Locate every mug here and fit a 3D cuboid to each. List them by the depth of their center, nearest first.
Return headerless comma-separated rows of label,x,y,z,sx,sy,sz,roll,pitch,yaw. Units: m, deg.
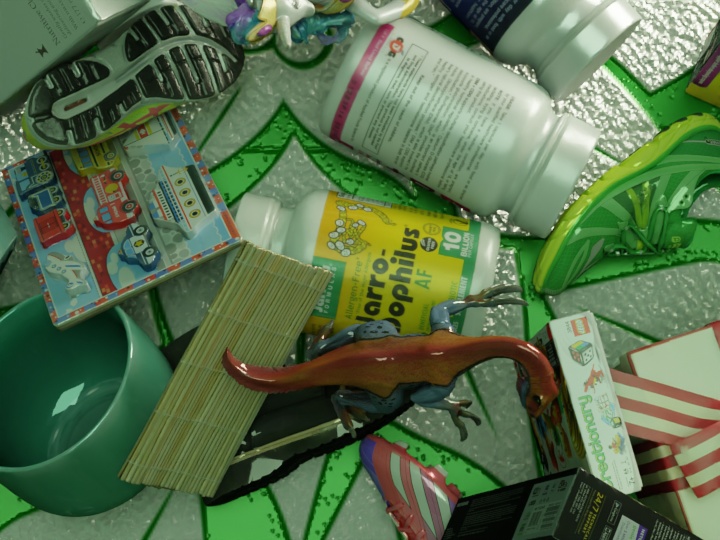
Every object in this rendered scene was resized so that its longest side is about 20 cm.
mug,-0.203,0.093,1.218,0.152,0.115,0.185,17,66,34

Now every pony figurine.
pony figurine,-0.048,-0.243,1.199,0.200,0.167,0.193,-24,59,-34

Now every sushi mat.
sushi mat,-0.096,0.076,1.171,0.012,0.096,0.201,37,103,39

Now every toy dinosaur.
toy dinosaur,0.040,0.077,1.125,0.199,0.181,0.106,-13,91,-37

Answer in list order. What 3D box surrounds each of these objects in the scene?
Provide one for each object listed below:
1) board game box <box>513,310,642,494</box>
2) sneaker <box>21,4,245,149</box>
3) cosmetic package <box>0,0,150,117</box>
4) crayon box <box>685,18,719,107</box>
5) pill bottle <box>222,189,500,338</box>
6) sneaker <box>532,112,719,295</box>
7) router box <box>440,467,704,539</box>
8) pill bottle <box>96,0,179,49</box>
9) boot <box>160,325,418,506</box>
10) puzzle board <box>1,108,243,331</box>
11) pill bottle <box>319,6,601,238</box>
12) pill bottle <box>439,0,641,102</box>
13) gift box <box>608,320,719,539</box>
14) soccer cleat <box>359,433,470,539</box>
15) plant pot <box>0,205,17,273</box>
board game box,0.155,0.107,1.185,0.034,0.200,0.127,-14,81,-4
sneaker,-0.184,-0.148,1.273,0.199,0.090,0.078,-25,92,-29
cosmetic package,-0.261,-0.198,1.228,0.113,0.200,0.081,55,39,-5
crayon box,0.354,-0.152,1.230,0.172,0.200,0.058,23,81,3
pill bottle,0.000,0.000,1.247,0.199,0.113,0.113,12,81,2
sneaker,0.220,-0.043,1.275,0.200,0.074,0.084,-38,79,-7
router box,0.161,0.205,1.121,0.157,0.200,0.052,31,68,-11
pill bottle,-0.225,-0.275,1.294,0.104,0.104,0.200,-31,83,-5
boot,-0.056,0.079,1.256,0.199,0.077,0.139,-24,77,-5
puzzle board,-0.188,-0.052,1.244,0.150,0.017,0.200,-26,45,-4
pill bottle,0.078,-0.112,1.265,0.199,0.113,0.114,28,82,5
pill bottle,0.121,-0.236,1.285,0.116,0.116,0.200,-42,83,-7
gift box,0.274,0.108,1.194,0.184,0.187,0.201,-23,83,-5
soccer cleat,0.066,0.208,1.238,0.200,0.067,0.077,42,82,3
plant pot,-0.356,-0.011,1.211,0.161,0.201,0.201,30,81,-9
